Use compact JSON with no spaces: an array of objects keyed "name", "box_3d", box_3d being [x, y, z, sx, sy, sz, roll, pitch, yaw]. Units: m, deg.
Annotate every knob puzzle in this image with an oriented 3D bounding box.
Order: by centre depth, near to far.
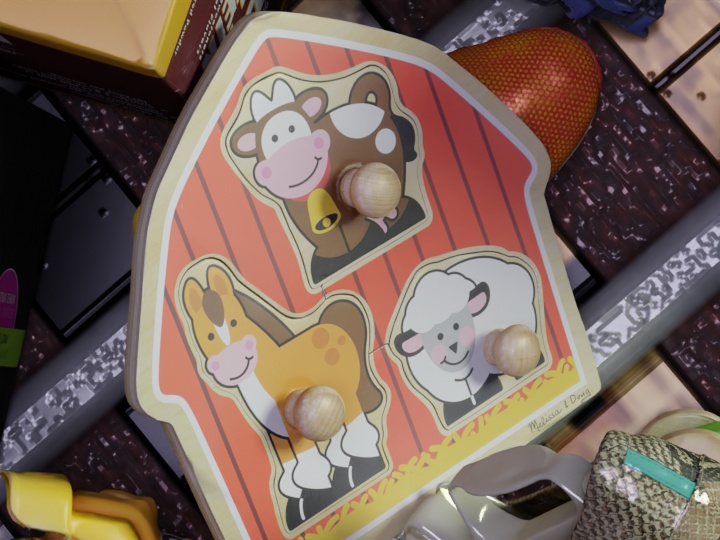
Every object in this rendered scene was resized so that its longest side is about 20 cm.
[{"name":"knob puzzle","box_3d":[0.000,0.000,0.867,0.218,0.030,0.222,-4,97,-33]}]

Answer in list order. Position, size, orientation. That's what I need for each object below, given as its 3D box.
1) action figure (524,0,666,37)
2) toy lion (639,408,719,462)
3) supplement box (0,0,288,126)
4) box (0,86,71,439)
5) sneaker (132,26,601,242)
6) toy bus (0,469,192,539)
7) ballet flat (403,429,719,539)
[{"name":"action figure","box_3d":[0.058,-0.168,0.894,0.193,0.199,0.105,-36,54,28]},{"name":"toy lion","box_3d":[0.198,0.153,0.895,0.190,0.069,0.202,-2,94,6]},{"name":"supplement box","box_3d":[-0.129,-0.147,0.888,0.196,0.200,0.134,16,87,6]},{"name":"box","box_3d":[-0.202,-0.008,0.887,0.123,0.200,0.150,12,88,8]},{"name":"sneaker","box_3d":[0.006,-0.036,0.929,0.199,0.077,0.073,-27,83,-1]},{"name":"toy bus","box_3d":[-0.064,0.180,0.906,0.190,0.136,0.202,3,84,-7]},{"name":"ballet flat","box_3d":[0.060,0.097,0.863,0.075,0.200,0.068,33,59,-10]}]
